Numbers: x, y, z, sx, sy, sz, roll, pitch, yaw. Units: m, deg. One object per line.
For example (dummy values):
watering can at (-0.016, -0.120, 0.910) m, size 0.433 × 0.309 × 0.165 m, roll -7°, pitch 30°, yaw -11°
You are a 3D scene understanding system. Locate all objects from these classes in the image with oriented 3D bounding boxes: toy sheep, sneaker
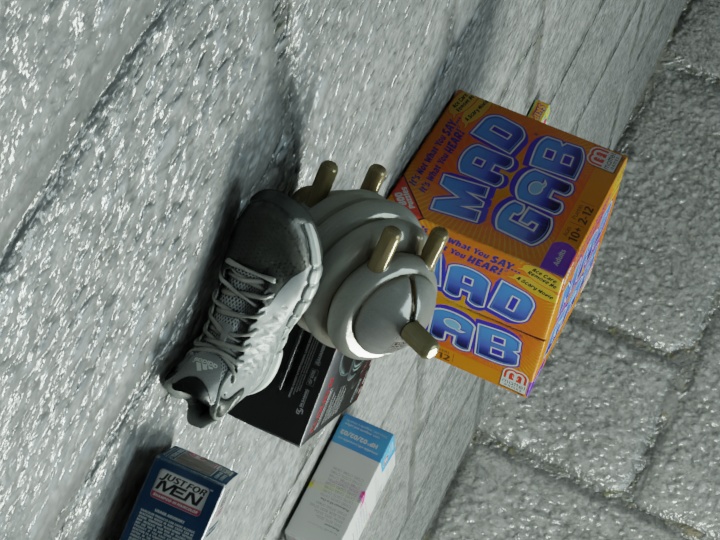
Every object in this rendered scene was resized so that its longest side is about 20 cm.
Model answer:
toy sheep at (0.000, 0.000, 1.345) m, size 0.138 × 0.200 × 0.138 m, roll -20°, pitch 135°, yaw -21°
sneaker at (-0.091, 0.043, 1.270) m, size 0.116 × 0.075 × 0.200 m, roll -50°, pitch 160°, yaw -48°

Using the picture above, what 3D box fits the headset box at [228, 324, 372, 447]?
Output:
headset box at (-0.037, 0.059, 1.527) m, size 0.200 × 0.077 × 0.149 m, roll -31°, pitch 143°, yaw -73°

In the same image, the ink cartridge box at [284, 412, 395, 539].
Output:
ink cartridge box at (-0.031, 0.280, 1.995) m, size 0.115 × 0.068 × 0.200 m, roll 86°, pitch 29°, yaw -65°

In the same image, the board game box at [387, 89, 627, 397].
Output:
board game box at (0.142, -0.029, 1.845) m, size 0.200 × 0.200 × 0.200 m, roll 100°, pitch 17°, yaw -49°

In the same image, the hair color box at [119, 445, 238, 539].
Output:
hair color box at (-0.163, 0.240, 1.324) m, size 0.100 × 0.060 × 0.200 m, roll 51°, pitch 63°, yaw -88°

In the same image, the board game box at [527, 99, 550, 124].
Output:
board game box at (0.236, -0.156, 2.454) m, size 0.096 × 0.030 × 0.200 m, roll -62°, pitch 170°, yaw -19°
